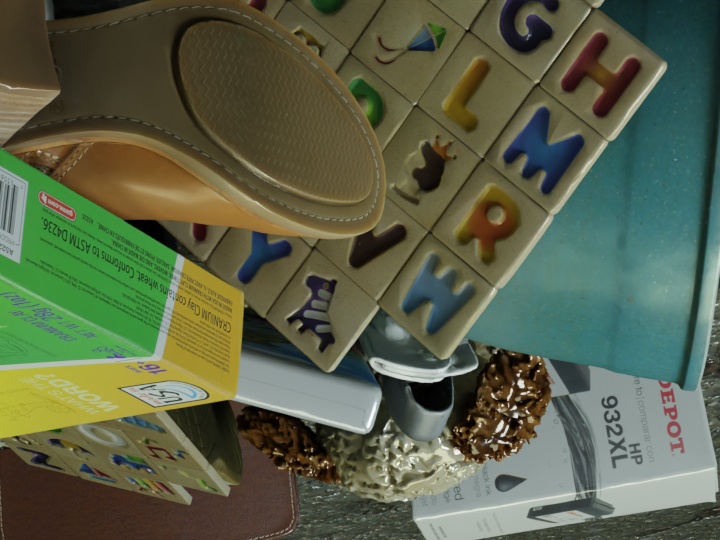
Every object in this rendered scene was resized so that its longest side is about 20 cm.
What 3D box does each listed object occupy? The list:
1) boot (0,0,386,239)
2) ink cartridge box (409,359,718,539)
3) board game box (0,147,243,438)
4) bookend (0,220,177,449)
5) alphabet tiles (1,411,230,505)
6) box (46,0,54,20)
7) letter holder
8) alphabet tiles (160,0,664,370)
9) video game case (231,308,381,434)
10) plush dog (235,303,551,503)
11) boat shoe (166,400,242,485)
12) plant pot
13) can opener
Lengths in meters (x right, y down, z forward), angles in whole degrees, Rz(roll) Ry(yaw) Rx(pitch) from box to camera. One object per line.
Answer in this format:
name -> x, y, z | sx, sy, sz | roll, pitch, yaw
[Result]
boot -> -0.105, -0.031, 0.625 | 0.199, 0.077, 0.155 | 8, 155, -40
ink cartridge box -> 0.127, 0.089, 1.205 | 0.198, 0.146, 0.084 | -10, 158, 7
board game box -> -0.162, 0.016, 0.609 | 0.198, 0.041, 0.153 | -12, 154, 30
bookend -> -0.203, 0.026, 1.006 | 0.197, 0.093, 0.200 | -3, 157, -12
alphabet tiles -> -0.155, 0.063, 0.861 | 0.165, 0.006, 0.200 | 11, 156, 22
box -> -0.199, -0.095, 0.682 | 0.151, 0.107, 0.200 | -7, 158, -3
letter holder -> -0.148, 0.137, 1.237 | 0.198, 0.143, 0.101 | -3, 158, -11
alphabet tiles -> 0.009, -0.072, 0.676 | 0.201, 0.166, 0.006 | -54, 162, 13
video game case -> -0.094, 0.022, 0.773 | 0.198, 0.022, 0.182 | 15, -177, -5
plush dog -> 0.029, 0.055, 0.989 | 0.198, 0.172, 0.161 | -16, 123, 25
boat shoe -> -0.113, 0.083, 0.954 | 0.065, 0.072, 0.201 | -17, 162, 6
plant pot -> 0.057, -0.059, 0.761 | 0.186, 0.202, 0.200 | 5, 160, 7
can opener -> 0.000, 0.000, 0.865 | 0.053, 0.201, 0.067 | 1, 125, -21
